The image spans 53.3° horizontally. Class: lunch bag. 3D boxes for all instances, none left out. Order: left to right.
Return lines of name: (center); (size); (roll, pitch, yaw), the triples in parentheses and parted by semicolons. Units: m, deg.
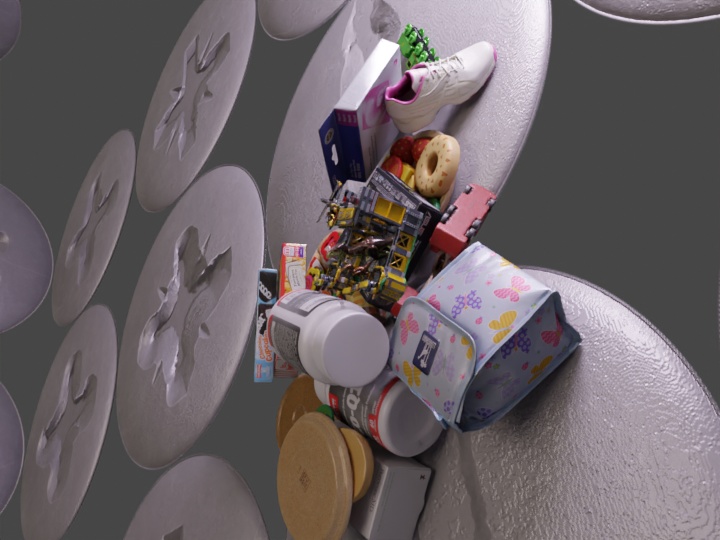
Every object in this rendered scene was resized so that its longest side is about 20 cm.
lunch bag: (0.138, 0.085, 0.890); (0.200, 0.127, 0.170); (-42, 36, -4)

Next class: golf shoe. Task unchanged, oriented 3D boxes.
golf shoe: (0.125, -0.302, 1.143); (0.199, 0.091, 0.076); (-36, 55, 12)

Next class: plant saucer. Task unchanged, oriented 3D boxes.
plant saucer: (-0.094, 0.257, 1.246); (0.200, 0.035, 0.202); (-28, 52, 43)

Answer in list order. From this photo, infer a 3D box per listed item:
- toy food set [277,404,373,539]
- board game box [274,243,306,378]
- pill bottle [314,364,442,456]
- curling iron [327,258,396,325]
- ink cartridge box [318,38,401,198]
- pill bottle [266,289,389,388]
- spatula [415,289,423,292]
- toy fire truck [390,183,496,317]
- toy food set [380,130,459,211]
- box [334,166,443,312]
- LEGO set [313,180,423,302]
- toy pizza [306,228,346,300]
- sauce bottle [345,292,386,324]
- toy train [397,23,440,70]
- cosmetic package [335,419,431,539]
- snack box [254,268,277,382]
toy food set: (-0.060, 0.295, 1.018); (0.198, 0.048, 0.202); (30, 110, 54)
board game box: (-0.127, 0.075, 1.293); (0.152, 0.046, 0.202); (110, 161, -63)
pill bottle: (0.022, 0.182, 1.044); (0.199, 0.113, 0.115); (14, 85, 55)
curling iron: (0.019, 0.034, 1.135); (0.200, 0.026, 0.050); (37, 76, 27)
ink cartridge box: (0.010, -0.239, 1.183); (0.043, 0.197, 0.201); (24, 69, 17)
pill bottle: (-0.047, 0.093, 0.985); (0.200, 0.113, 0.115); (12, 83, 64)
spatula: (0.106, 0.038, 1.092); (0.199, 0.020, 0.057); (-8, 85, 55)
toy fire truck: (0.120, -0.024, 1.012); (0.200, 0.049, 0.142); (-49, -14, -48)
toy food set: (0.081, -0.138, 1.178); (0.200, 0.048, 0.199); (41, 107, 53)
box: (0.034, -0.053, 1.071); (0.162, 0.049, 0.200); (-60, 26, 11)
LEGO set: (-0.015, -0.039, 0.965); (0.200, 0.115, 0.155); (22, 90, 64)
toy pizza: (-0.055, 0.012, 1.317); (0.200, 0.032, 0.202); (-29, 52, 44)
sauce bottle: (0.000, 0.000, 1.209); (0.066, 0.066, 0.202); (-36, 51, 38)
toy train: (0.110, -0.370, 1.277); (0.057, 0.041, 0.201); (-56, 36, 36)
cosmetic package: (0.002, 0.300, 1.049); (0.199, 0.084, 0.109); (15, 90, 57)
snack box: (-0.175, 0.098, 1.326); (0.116, 0.037, 0.202); (174, 98, -83)
